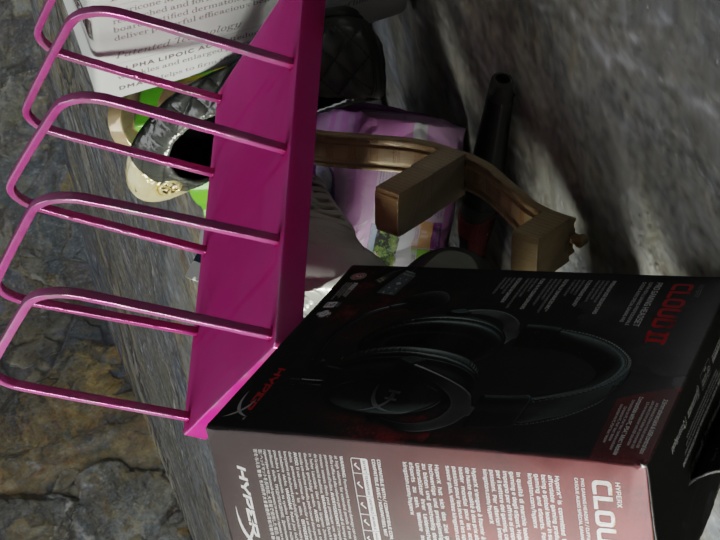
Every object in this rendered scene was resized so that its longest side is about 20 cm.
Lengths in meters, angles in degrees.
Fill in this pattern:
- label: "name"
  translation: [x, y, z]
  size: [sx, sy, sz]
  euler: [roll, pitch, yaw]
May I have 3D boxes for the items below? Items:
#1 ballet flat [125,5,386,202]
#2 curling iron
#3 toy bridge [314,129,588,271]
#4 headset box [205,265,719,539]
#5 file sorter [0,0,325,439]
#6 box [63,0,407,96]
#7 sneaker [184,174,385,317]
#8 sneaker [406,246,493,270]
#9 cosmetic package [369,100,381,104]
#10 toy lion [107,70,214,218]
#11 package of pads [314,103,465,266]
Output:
- label: "ballet flat"
  translation: [-0.068, -0.086, 0.917]
  size: [0.199, 0.066, 0.057]
  euler: [-29, 66, 34]
- label: "curling iron"
  translation: [0.074, -0.027, 0.882]
  size: [0.049, 0.025, 0.201]
  euler: [35, 141, 33]
- label: "toy bridge"
  translation: [0.034, -0.043, 0.832]
  size: [0.199, 0.067, 0.027]
  euler: [21, 126, 33]
- label: "headset box"
  translation: [0.062, 0.064, 0.641]
  size: [0.149, 0.198, 0.078]
  euler: [-47, -48, -53]
- label: "file sorter"
  translation: [-0.102, -0.044, 0.765]
  size: [0.139, 0.124, 0.202]
  euler: [137, 141, -58]
- label: "box"
  translation: [-0.090, -0.233, 0.896]
  size: [0.131, 0.198, 0.200]
  euler: [101, 149, -64]
- label: "sneaker"
  translation: [-0.041, -0.019, 0.883]
  size: [0.199, 0.076, 0.081]
  euler: [13, 81, 61]
- label: "sneaker"
  translation: [0.042, 0.037, 0.832]
  size: [0.201, 0.075, 0.080]
  euler: [96, -167, -58]
- label: "cosmetic package"
  translation: [-0.032, -0.116, 1.078]
  size: [0.102, 0.073, 0.202]
  euler: [-140, 34, -65]
- label: "toy lion"
  translation: [-0.086, -0.127, 1.147]
  size: [0.068, 0.191, 0.202]
  euler: [-2, 71, 37]
- label: "package of pads"
  translation: [0.000, 0.000, 0.958]
  size: [0.120, 0.075, 0.202]
  euler: [-156, 72, -65]
